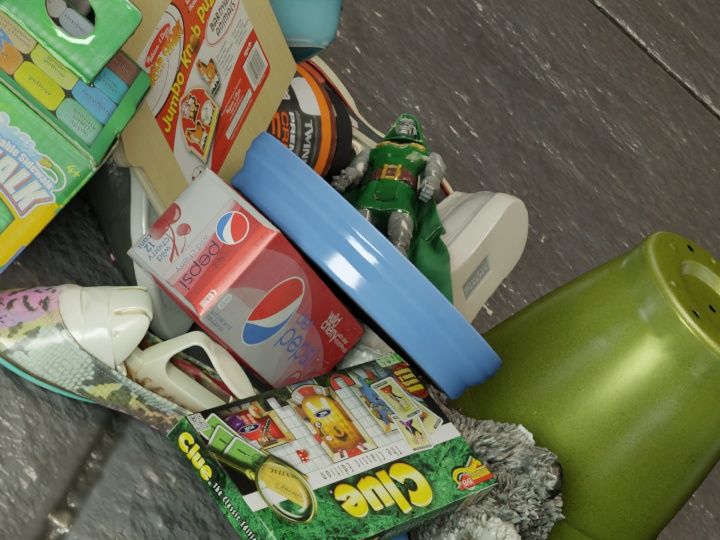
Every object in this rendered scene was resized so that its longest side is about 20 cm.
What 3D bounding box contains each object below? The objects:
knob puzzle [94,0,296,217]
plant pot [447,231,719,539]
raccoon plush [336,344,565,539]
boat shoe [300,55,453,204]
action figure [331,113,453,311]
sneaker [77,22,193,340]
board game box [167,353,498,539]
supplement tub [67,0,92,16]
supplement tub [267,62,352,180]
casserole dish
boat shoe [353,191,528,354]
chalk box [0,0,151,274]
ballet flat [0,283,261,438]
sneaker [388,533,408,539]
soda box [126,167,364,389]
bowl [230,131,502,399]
[{"bbox_3d":[-0.113,-0.135,1.336,0.220,0.030,0.220,-4,94,-63],"label":"knob puzzle"},{"bbox_3d":[0.177,0.080,1.541,0.200,0.193,0.201,34,28,-21],"label":"plant pot"},{"bbox_3d":[0.031,0.143,1.394,0.200,0.097,0.134,30,31,22],"label":"raccoon plush"},{"bbox_3d":[-0.005,-0.074,1.636,0.200,0.071,0.063,47,36,-7],"label":"boat shoe"},{"bbox_3d":[0.017,-0.043,1.541,0.118,0.055,0.200,6,38,7],"label":"action figure"},{"bbox_3d":[-0.158,-0.052,1.386,0.071,0.099,0.201,-20,99,-60],"label":"sneaker"},{"bbox_3d":[-0.011,0.108,1.274,0.200,0.023,0.105,-14,63,-53],"label":"board game box"},{"bbox_3d":[-0.219,-0.241,1.499,0.122,0.123,0.200,36,27,-19],"label":"supplement tub"},{"bbox_3d":[-0.086,-0.093,1.499,0.107,0.107,0.200,55,28,18],"label":"supplement tub"},{"bbox_3d":[-0.103,-0.160,1.541,0.200,0.121,0.039,-5,84,-29],"label":"casserole dish"},{"bbox_3d":[0.041,0.006,1.565,0.200,0.068,0.072,-50,139,-35],"label":"boat shoe"},{"bbox_3d":[-0.201,-0.083,1.205,0.125,0.200,0.124,40,26,-10],"label":"chalk box"},{"bbox_3d":[-0.120,0.052,1.278,0.200,0.071,0.069,32,34,-25],"label":"ballet flat"},{"bbox_3d":[-0.006,0.139,1.338,0.078,0.066,0.200,46,25,-20],"label":"sneaker"},{"bbox_3d":[-0.062,0.015,1.321,0.063,0.070,0.200,41,-4,23],"label":"soda box"},{"bbox_3d":[0.000,0.000,1.349,0.201,0.039,0.201,45,-2,2],"label":"bowl"}]
